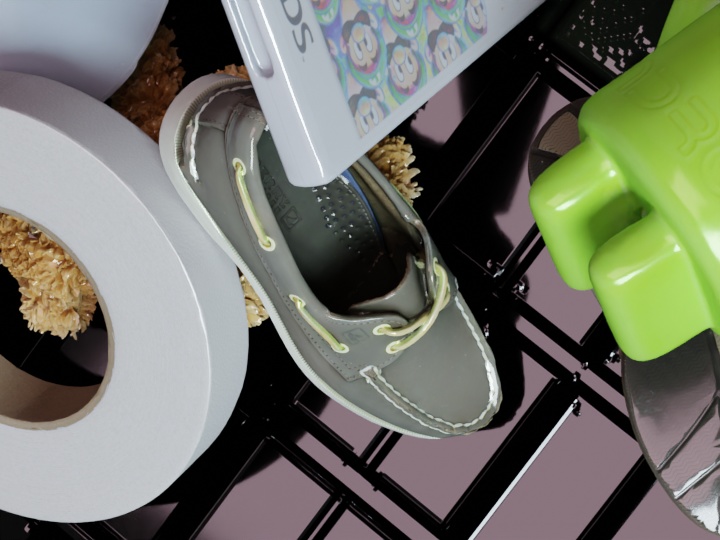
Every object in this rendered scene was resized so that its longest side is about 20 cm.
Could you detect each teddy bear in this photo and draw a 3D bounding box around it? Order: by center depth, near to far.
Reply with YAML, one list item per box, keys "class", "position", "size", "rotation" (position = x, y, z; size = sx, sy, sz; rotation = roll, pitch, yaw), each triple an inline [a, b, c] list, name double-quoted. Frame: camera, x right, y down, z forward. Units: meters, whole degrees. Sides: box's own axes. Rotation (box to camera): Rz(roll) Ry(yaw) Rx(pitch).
- class: "teddy bear"
  position: [-0.071, -0.041, 1.102]
  size: [0.200, 0.067, 0.145]
  rotation: [1, 87, 15]

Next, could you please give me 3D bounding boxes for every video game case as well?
- class: "video game case"
  position: [0.007, -0.159, 0.991]
  size: [0.024, 0.200, 0.182]
  rotation: [0, 120, 40]

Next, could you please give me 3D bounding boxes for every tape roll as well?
- class: "tape roll"
  position: [-0.143, 0.013, 1.080]
  size: [0.203, 0.037, 0.203]
  rotation: [13, 121, 23]

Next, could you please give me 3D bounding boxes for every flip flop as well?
- class: "flip flop"
  position: [0.131, 0.018, 1.054]
  size: [0.081, 0.058, 0.200]
  rotation: [-29, 65, 4]

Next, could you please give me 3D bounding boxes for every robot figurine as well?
- class: "robot figurine"
  position: [0.165, -0.051, 0.976]
  size: [0.200, 0.116, 0.175]
  rotation: [-35, 54, -4]

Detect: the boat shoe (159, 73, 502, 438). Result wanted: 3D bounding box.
- class: "boat shoe"
  position: [-0.002, 0.002, 1.033]
  size: [0.072, 0.060, 0.202]
  rotation: [-50, 120, -16]

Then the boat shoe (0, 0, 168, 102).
- class: "boat shoe"
  position: [-0.110, -0.146, 1.078]
  size: [0.074, 0.068, 0.199]
  rotation: [24, 112, -17]
